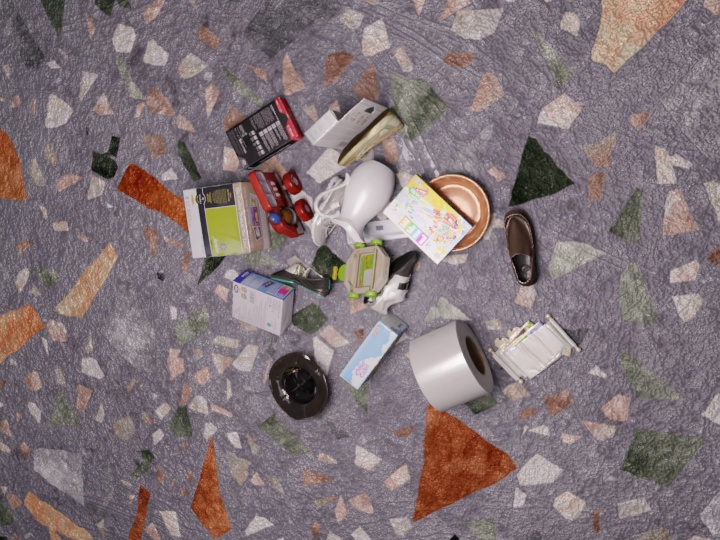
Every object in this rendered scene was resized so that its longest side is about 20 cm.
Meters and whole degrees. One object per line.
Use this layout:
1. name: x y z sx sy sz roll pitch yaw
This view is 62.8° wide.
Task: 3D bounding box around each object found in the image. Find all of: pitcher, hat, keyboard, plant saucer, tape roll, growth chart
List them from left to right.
1. hat: -0.169 0.336 1.742 0.200 0.081 0.201 0 90 21
2. pitcher: -0.013 -0.198 1.545 0.171 0.121 0.200 32 84 -20
3. keyboard: 0.054 -0.110 1.629 0.200 0.011 0.056 -6 92 20
4. tape roll: 0.235 0.244 1.519 0.139 0.203 0.203 -27 89 21
5. plant saucer: 0.239 -0.151 1.542 0.200 0.037 0.201 3 99 19
6. growth chart: 0.446 0.202 1.536 0.200 0.018 0.145 -37 85 21

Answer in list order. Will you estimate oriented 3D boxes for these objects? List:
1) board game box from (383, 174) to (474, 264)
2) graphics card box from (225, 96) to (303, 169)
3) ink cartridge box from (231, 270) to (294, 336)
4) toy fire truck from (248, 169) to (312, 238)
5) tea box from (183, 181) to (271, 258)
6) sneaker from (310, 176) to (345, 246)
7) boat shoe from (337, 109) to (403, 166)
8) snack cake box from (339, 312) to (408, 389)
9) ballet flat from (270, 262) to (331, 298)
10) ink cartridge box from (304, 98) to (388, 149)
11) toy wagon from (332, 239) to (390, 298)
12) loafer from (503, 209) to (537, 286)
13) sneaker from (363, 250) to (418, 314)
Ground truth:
1. board game box: 0.175 -0.133 1.529 0.200 0.034 0.134 44 110 8
2. graphics card box: -0.273 -0.386 1.677 0.200 0.051 0.126 -27 89 20
3. ink cartridge box: -0.301 0.089 1.730 0.200 0.076 0.137 19 124 14
4. toy fire truck: -0.228 -0.181 1.630 0.112 0.168 0.200 -23 90 21
5. tea box: -0.383 -0.147 1.709 0.196 0.134 0.200 -3 98 21
6. sneaker: -0.075 -0.155 1.630 0.082 0.075 0.200 26 105 16
7. boat shoe: 0.023 -0.340 1.574 0.201 0.073 0.063 -42 115 15
8. snack cake box: 0.039 0.221 1.629 0.067 0.115 0.200 38 109 10
9. ballet flat: -0.165 0.021 1.695 0.200 0.068 0.069 17 86 25
10. ink cartridge box: -0.033 -0.384 1.513 0.174 0.200 0.044 -39 84 20
11. toy wagon: 0.000 0.000 1.620 0.200 0.040 0.155 -8 71 48
12. loafer: 0.406 -0.055 1.480 0.073 0.071 0.200 -14 94 21
13. sneaker: 0.103 0.036 1.608 0.088 0.074 0.200 36 107 -17
